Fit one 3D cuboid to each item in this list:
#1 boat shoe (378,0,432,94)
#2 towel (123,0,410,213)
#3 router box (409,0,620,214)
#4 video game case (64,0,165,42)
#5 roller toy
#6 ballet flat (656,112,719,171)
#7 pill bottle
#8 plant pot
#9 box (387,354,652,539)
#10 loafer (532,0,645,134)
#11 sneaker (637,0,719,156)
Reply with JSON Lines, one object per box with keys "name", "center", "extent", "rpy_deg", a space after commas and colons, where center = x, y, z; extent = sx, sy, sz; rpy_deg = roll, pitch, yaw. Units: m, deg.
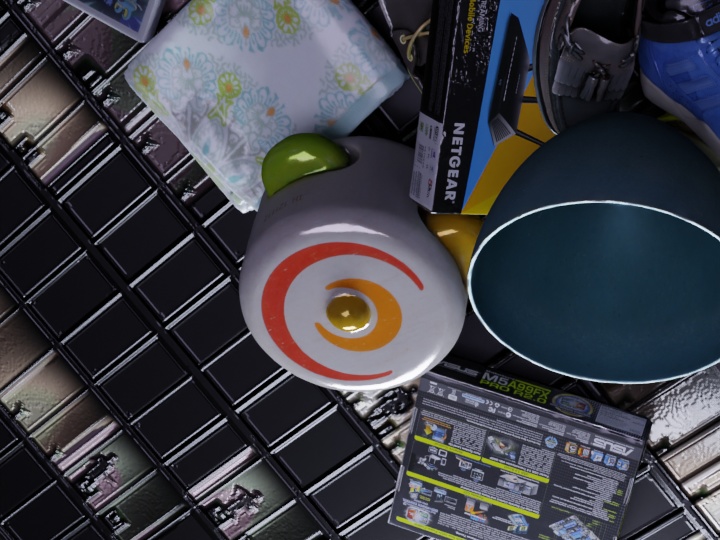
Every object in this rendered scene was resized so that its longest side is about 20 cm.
{"name": "boat shoe", "center": [0.068, -0.174, 1.313], "extent": [0.072, 0.061, 0.202], "rpy_deg": [-30, 99, 27]}
{"name": "towel", "center": [-0.080, -0.162, 1.377], "extent": [0.200, 0.048, 0.171], "rpy_deg": [-39, 96, 27]}
{"name": "router box", "center": [0.123, -0.144, 1.256], "extent": [0.148, 0.051, 0.201], "rpy_deg": [0, 107, -21]}
{"name": "video game case", "center": [-0.229, -0.312, 1.372], "extent": [0.199, 0.023, 0.183], "rpy_deg": [29, 117, 10]}
{"name": "roller toy", "center": [0.000, 0.000, 1.343], "extent": [0.199, 0.140, 0.183], "rpy_deg": [16, 127, -4]}
{"name": "ballet flat", "center": [0.284, -0.069, 1.223], "extent": [0.200, 0.067, 0.067], "rpy_deg": [38, 128, 46]}
{"name": "pill bottle", "center": [0.243, 0.009, 1.300], "extent": [0.199, 0.111, 0.112], "rpy_deg": [-13, 107, 23]}
{"name": "plant pot", "center": [0.184, -0.033, 1.185], "extent": [0.199, 0.135, 0.201], "rpy_deg": [8, 142, 7]}
{"name": "box", "center": [0.135, 0.175, 1.443], "extent": [0.199, 0.044, 0.161], "rpy_deg": [17, 116, 12]}
{"name": "loafer", "center": [0.169, -0.183, 1.189], "extent": [0.071, 0.063, 0.201], "rpy_deg": [-1, 112, -17]}
{"name": "sneaker", "center": [0.264, -0.150, 1.188], "extent": [0.076, 0.200, 0.112], "rpy_deg": [-27, 127, -14]}
